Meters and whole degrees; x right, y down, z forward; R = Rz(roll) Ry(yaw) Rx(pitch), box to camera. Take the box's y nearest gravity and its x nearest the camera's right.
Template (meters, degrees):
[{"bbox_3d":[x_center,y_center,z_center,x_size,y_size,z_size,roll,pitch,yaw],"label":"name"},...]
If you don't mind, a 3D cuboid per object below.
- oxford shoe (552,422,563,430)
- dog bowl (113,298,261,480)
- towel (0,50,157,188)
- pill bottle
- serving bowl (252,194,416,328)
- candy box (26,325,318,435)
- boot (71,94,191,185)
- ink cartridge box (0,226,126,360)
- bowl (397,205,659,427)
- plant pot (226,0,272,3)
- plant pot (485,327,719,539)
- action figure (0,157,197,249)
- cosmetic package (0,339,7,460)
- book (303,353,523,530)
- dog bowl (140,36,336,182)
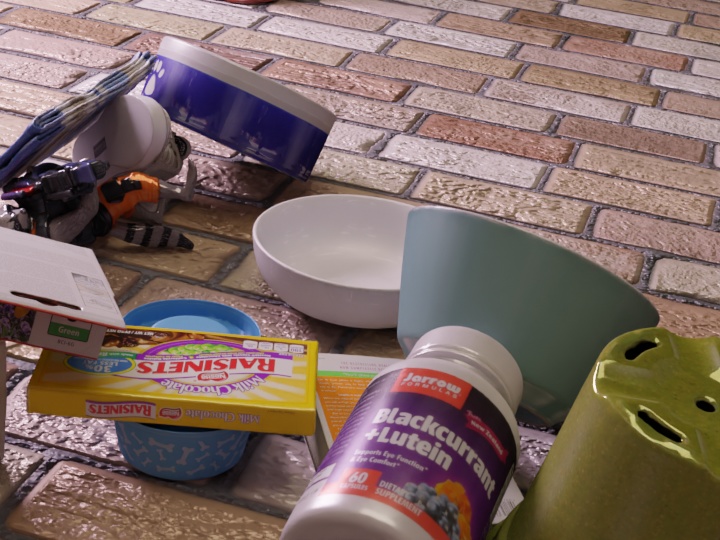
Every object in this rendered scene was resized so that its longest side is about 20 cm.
[{"bbox_3d":[0.197,0.095,1.076,0.072,0.085,0.199,-16,32,-37],"label":"oxford shoe"},{"bbox_3d":[-0.132,0.088,1.046,0.110,0.050,0.200,4,25,-6],"label":"dog bowl"},{"bbox_3d":[-0.290,-0.139,1.338,0.024,0.147,0.200,51,39,-7],"label":"towel"},{"bbox_3d":[0.036,0.126,0.867,0.110,0.112,0.200,14,39,16],"label":"pill bottle"},{"bbox_3d":[0.000,0.000,1.244,0.198,0.066,0.200,5,25,-2],"label":"serving bowl"},{"bbox_3d":[-0.129,0.075,0.986,0.198,0.027,0.102,5,28,-3],"label":"candy box"},{"bbox_3d":[-0.210,-0.129,1.379,0.095,0.074,0.199,-6,-3,-33],"label":"boot"},{"bbox_3d":[-0.228,0.019,0.944,0.108,0.051,0.200,15,11,-22],"label":"ink cartridge box"},{"bbox_3d":[0.107,0.044,1.007,0.199,0.106,0.201,23,-10,4],"label":"bowl"},{"bbox_3d":[-0.185,-0.530,2.154,0.199,0.197,0.201,5,25,-2],"label":"plant pot"},{"bbox_3d":[0.178,0.143,0.819,0.198,0.186,0.201,9,32,-5],"label":"plant pot"},{"bbox_3d":[-0.242,-0.053,1.258,0.192,0.106,0.200,-13,6,-27],"label":"action figure"},{"bbox_3d":[-0.343,0.096,0.915,0.199,0.104,0.087,-16,34,-42],"label":"cosmetic package"},{"bbox_3d":[0.034,0.132,1.005,0.132,0.048,0.200,1,28,-14],"label":"book"},{"bbox_3d":[-0.130,-0.168,1.452,0.199,0.079,0.200,24,2,-1],"label":"dog bowl"}]
